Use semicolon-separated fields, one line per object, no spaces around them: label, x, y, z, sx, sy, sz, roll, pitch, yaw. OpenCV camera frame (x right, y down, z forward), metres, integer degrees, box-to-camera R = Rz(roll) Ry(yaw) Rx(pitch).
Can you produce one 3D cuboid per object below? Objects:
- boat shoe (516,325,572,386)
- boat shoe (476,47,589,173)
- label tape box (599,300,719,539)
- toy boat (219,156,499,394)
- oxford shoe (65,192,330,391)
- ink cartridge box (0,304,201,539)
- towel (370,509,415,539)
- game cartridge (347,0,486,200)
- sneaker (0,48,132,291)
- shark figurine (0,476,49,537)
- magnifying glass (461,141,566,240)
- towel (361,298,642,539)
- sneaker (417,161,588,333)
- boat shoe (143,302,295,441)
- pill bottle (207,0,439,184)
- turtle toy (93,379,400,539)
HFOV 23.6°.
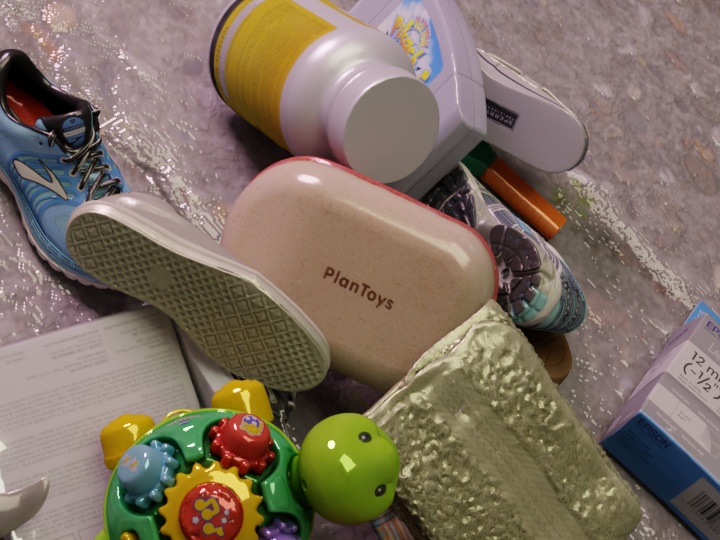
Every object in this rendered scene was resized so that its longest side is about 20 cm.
boat shoe;0.115;0.042;1.324;0.071;0.073;0.201;9;34;-14
boat shoe;0.101;-0.146;1.417;0.199;0.073;0.066;27;14;10
label tape box;0.300;0.114;1.380;0.143;0.066;0.200;42;51;2
toy boat;0.000;0.000;1.217;0.198;0.132;0.131;26;8;5
oxford shoe;-0.103;0.009;1.147;0.199;0.075;0.058;32;28;-2
ink cartridge box;-0.173;0.137;1.130;0.159;0.047;0.202;-16;85;-36
towel;0.090;0.192;1.181;0.146;0.022;0.202;-26;94;-25
game cartridge;0.031;-0.148;1.333;0.040;0.133;0.201;27;33;-39
sneaker;-0.207;-0.071;1.204;0.200;0.090;0.078;46;50;4
shark figurine;-0.273;0.112;1.026;0.128;0.090;0.215;-34;84;-10
magnifying glass;0.091;-0.100;1.436;0.200;0.022;0.080;41;49;3
towel;0.093;0.137;1.145;0.148;0.036;0.201;-42;107;-17
sneaker;0.097;-0.011;1.277;0.086;0.078;0.200;28;16;-39
boat shoe;-0.077;0.088;1.182;0.070;0.072;0.201;-18;68;-31
pill bottle;-0.026;-0.137;1.275;0.111;0.113;0.200;-4;25;-30
turtle toy;-0.072;0.142;1.069;0.198;0.101;0.147;-17;88;-7
